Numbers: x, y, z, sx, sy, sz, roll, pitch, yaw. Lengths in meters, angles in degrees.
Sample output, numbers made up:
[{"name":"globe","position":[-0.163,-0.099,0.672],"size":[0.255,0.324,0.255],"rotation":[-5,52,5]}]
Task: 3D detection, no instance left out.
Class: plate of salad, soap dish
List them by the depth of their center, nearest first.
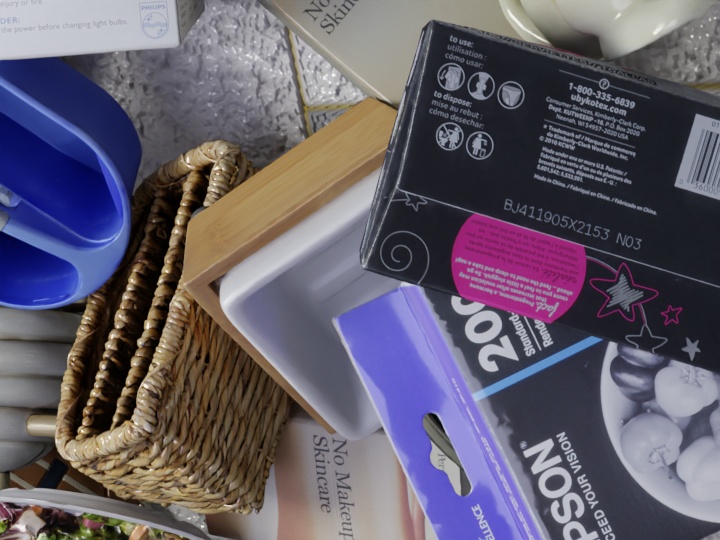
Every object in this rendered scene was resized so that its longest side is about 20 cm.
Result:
[{"name":"soap dish","position":[0.000,0.000,1.232],"size":[0.157,0.200,0.081],"rotation":[-34,52,5]},{"name":"plate of salad","position":[-0.175,0.185,1.402],"size":[0.199,0.200,0.048],"rotation":[0,71,31]}]

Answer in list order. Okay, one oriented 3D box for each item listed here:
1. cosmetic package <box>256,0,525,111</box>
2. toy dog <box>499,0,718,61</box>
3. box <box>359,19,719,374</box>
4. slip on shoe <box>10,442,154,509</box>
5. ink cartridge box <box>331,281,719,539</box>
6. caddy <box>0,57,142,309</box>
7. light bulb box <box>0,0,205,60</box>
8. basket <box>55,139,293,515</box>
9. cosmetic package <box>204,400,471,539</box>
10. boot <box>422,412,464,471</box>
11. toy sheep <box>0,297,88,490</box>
[{"name":"cosmetic package","position":[0.012,-0.161,1.218],"size":[0.200,0.073,0.104],"rotation":[40,91,8]},{"name":"toy dog","position":[0.118,-0.219,1.088],"size":[0.201,0.139,0.194],"rotation":[61,154,-5]},{"name":"box","position":[0.110,-0.039,1.080],"size":[0.199,0.115,0.133],"rotation":[16,93,-3]},{"name":"slip on shoe","position":[-0.213,0.172,1.534],"size":[0.199,0.076,0.061],"rotation":[34,170,1]},{"name":"ink cartridge box","position":[0.112,0.072,1.165],"size":[0.199,0.043,0.199],"rotation":[-26,92,5]},{"name":"caddy","position":[-0.230,-0.065,1.314],"size":[0.199,0.105,0.142],"rotation":[33,119,-11]},{"name":"light bulb box","position":[-0.161,-0.233,1.204],"size":[0.124,0.198,0.202],"rotation":[-4,102,0]},{"name":"basket","position":[-0.125,0.032,1.307],"size":[0.142,0.149,0.201],"rotation":[5,69,31]},{"name":"cosmetic package","position":[-0.001,0.125,1.365],"size":[0.199,0.087,0.104],"rotation":[4,113,29]},{"name":"boot","position":[0.140,0.071,1.231],"size":[0.203,0.074,0.154],"rotation":[31,127,-27]},{"name":"toy sheep","position":[-0.242,0.067,1.457],"size":[0.137,0.138,0.202],"rotation":[-2,79,31]}]
